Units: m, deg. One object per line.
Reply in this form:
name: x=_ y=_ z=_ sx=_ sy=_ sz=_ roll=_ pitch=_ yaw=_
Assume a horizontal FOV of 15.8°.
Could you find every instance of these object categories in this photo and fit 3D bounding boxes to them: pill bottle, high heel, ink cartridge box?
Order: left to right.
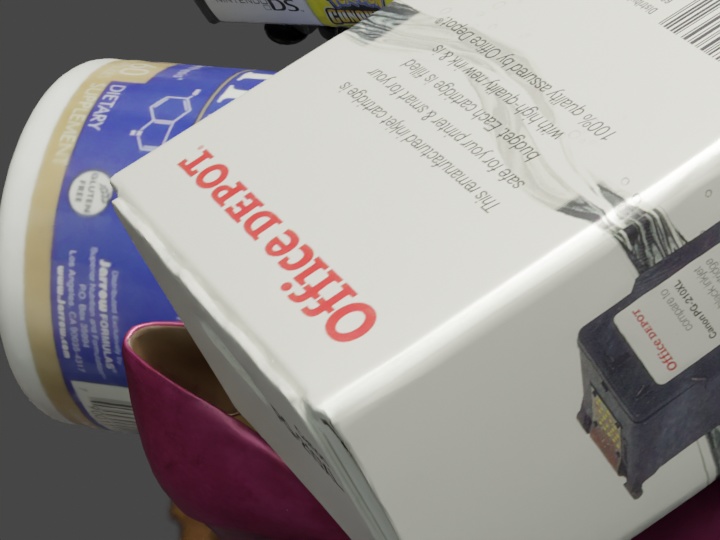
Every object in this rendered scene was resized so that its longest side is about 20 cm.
pill bottle: x=0.000 y=0.000 z=0.801 sx=0.199 sy=0.120 sz=0.120 roll=6 pitch=67 yaw=20
high heel: x=0.025 y=0.046 z=0.698 sx=0.199 sy=0.096 sz=0.068 roll=-13 pitch=33 yaw=32
ink cartridge box: x=0.057 y=-0.019 z=0.644 sx=0.200 sy=0.084 sz=0.145 roll=-33 pitch=32 yaw=-9

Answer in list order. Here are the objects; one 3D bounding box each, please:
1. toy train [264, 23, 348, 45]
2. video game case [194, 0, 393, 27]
toy train: x=-0.025 y=-0.107 z=0.912 sx=0.200 sy=0.034 sz=0.046 roll=33 pitch=67 yaw=29
video game case: x=0.059 y=-0.155 z=0.854 sx=0.180 sy=0.026 sz=0.200 roll=7 pitch=53 yaw=43
